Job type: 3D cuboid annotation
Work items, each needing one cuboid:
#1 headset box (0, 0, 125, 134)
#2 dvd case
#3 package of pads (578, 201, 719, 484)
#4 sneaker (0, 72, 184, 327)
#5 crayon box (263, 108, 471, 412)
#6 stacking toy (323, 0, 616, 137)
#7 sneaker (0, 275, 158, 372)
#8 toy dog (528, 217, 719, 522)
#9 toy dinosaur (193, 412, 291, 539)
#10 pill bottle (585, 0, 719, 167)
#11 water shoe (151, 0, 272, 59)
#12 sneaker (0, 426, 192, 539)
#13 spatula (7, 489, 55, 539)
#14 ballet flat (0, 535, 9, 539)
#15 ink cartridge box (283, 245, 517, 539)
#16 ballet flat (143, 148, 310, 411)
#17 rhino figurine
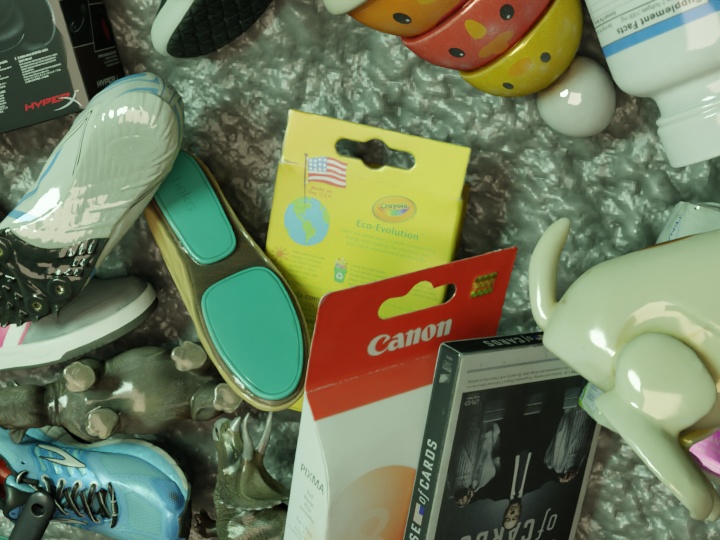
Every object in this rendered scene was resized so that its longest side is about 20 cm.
[{"bbox_3d":[-0.255,-0.191,0.794,0.146,0.075,0.203,-13,102,13],"label":"headset box"},{"bbox_3d":[0.094,0.138,0.795,0.025,0.148,0.204,28,114,47],"label":"dvd case"},{"bbox_3d":[0.257,0.062,0.757,0.197,0.068,0.157,26,94,2],"label":"package of pads"},{"bbox_3d":[-0.181,-0.042,0.779,0.072,0.073,0.200,41,106,-13],"label":"sneaker"},{"bbox_3d":[0.000,0.000,0.811,0.125,0.051,0.203,13,108,7],"label":"crayon box"},{"bbox_3d":[0.087,-0.156,0.729,0.199,0.147,0.146,40,109,-19],"label":"stacking toy"},{"bbox_3d":[-0.246,-0.001,0.845,0.197,0.084,0.123,-11,112,14],"label":"sneaker"},{"bbox_3d":[0.211,0.014,0.673,0.200,0.139,0.195,-43,60,6],"label":"toy dog"},{"bbox_3d":[-0.054,0.196,0.836,0.101,0.077,0.201,-27,115,30],"label":"toy dinosaur"},{"bbox_3d":[0.182,-0.168,0.690,0.111,0.112,0.203,-20,94,15],"label":"pill bottle"},{"bbox_3d":[-0.077,-0.227,0.767,0.079,0.071,0.201,48,112,24],"label":"water shoe"},{"bbox_3d":[-0.209,0.161,0.857,0.197,0.090,0.080,11,108,22],"label":"sneaker"},{"bbox_3d":[-0.248,0.218,0.851,0.056,0.021,0.201,31,126,-2],"label":"spatula"},{"bbox_3d":[-0.232,0.247,0.919,0.196,0.068,0.064,5,137,12],"label":"ballet flat"},{"bbox_3d":[0.037,0.096,0.764,0.050,0.160,0.203,40,131,41],"label":"ink cartridge box"},{"bbox_3d":[-0.087,0.010,0.792,0.068,0.063,0.202,-20,65,-18],"label":"ballet flat"},{"bbox_3d":[-0.178,0.087,0.831,0.196,0.087,0.061,-8,87,-6],"label":"rhino figurine"}]
